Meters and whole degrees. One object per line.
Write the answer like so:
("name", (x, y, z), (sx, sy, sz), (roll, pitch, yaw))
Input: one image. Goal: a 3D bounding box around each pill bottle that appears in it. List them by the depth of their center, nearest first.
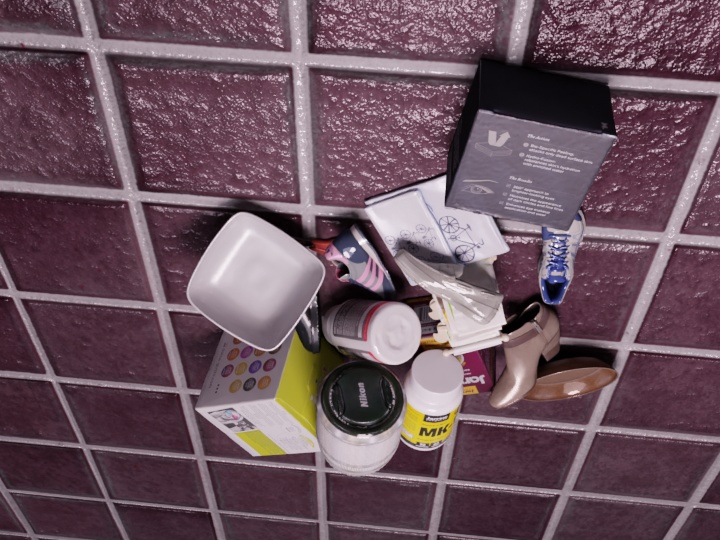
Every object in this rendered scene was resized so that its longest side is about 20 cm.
("pill bottle", (0.013, 0.108, 1.615), (0.111, 0.111, 0.200), (35, 163, -28))
("pill bottle", (0.129, 0.241, 1.639), (0.114, 0.115, 0.200), (7, 141, 0))

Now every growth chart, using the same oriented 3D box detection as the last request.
("growth chart", (0.186, 0.049, 1.549), (0.144, 0.018, 0.201), (-8, 95, 23))

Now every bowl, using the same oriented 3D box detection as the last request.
("bowl", (-0.181, 0.016, 1.534), (0.200, 0.075, 0.200), (34, 96, -5))

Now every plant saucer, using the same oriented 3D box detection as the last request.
("plant saucer", (0.408, 0.212, 1.746), (0.200, 0.037, 0.201), (-6, 154, -3))

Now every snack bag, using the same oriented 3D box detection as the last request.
("snack bag", (0.132, -0.069, 1.481), (0.199, 0.021, 0.189), (-16, 122, 25))

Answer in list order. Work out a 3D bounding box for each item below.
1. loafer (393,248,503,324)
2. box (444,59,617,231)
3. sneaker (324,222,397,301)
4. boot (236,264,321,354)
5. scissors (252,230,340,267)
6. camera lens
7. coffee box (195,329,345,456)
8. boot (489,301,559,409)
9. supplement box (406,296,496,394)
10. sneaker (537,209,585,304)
("loafer", (0.149, 0.016, 1.496), (0.200, 0.070, 0.070), (32, 95, -5))
("box", (0.242, -0.179, 1.289), (0.196, 0.118, 0.200), (11, 140, -4))
("sneaker", (0.000, 0.000, 1.548), (0.082, 0.070, 0.200), (-32, 135, 0))
("boot", (-0.156, 0.065, 1.627), (0.162, 0.073, 0.199), (-4, 112, 2))
("scissors", (-0.089, -0.053, 1.568), (0.199, 0.014, 0.073), (22, 140, -15))
("camera lens", (-0.002, 0.270, 1.601), (0.159, 0.160, 0.200), (7, 146, 1))
("coffee box", (-0.167, 0.231, 1.750), (0.197, 0.200, 0.200), (-11, 136, 30))
("boot", (0.293, 0.152, 1.641), (0.200, 0.070, 0.146), (-45, 133, -8))
("supplement box", (0.174, 0.144, 1.686), (0.130, 0.103, 0.200), (-11, 137, 19))
("sneaker", (0.337, -0.025, 1.477), (0.075, 0.088, 0.200), (1, 138, 10))
